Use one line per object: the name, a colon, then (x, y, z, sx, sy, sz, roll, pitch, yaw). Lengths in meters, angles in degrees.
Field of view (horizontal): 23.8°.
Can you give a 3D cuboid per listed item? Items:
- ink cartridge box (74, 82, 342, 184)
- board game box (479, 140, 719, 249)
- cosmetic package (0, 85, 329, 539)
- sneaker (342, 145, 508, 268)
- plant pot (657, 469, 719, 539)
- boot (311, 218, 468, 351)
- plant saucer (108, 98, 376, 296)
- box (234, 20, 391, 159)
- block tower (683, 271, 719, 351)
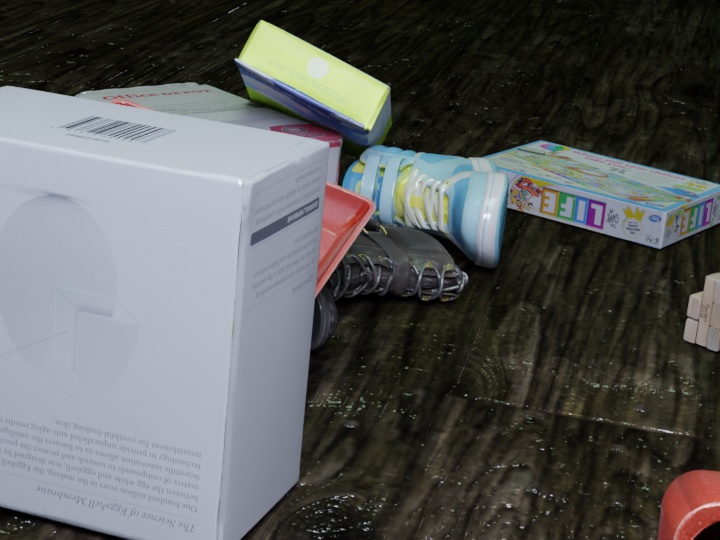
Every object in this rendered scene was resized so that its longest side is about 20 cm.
ink cartridge box: (-0.134, -0.094, 1.433, 0.145, 0.085, 0.200, -10, 25, -39)
board game box: (0.214, -0.072, 1.544, 0.200, 0.034, 0.134, 17, 22, 33)
cosmetic package: (-0.135, 0.021, 0.902, 0.199, 0.201, 0.123, 12, 17, 17)
sneaker: (0.050, -0.053, 1.377, 0.130, 0.080, 0.200, 7, 9, -2)
plant pot: (0.184, 0.165, 0.605, 0.199, 0.200, 0.176, 5, 7, -1)
boot: (0.000, 0.000, 1.226, 0.174, 0.069, 0.200, 6, 24, -26)
plant saucer: (-0.117, -0.016, 1.086, 0.200, 0.037, 0.200, 23, 41, 9)
box: (-0.036, -0.147, 1.421, 0.122, 0.048, 0.200, 27, -4, 3)
block tower: (0.322, 0.050, 1.179, 0.058, 0.054, 0.200, -14, 26, -43)
